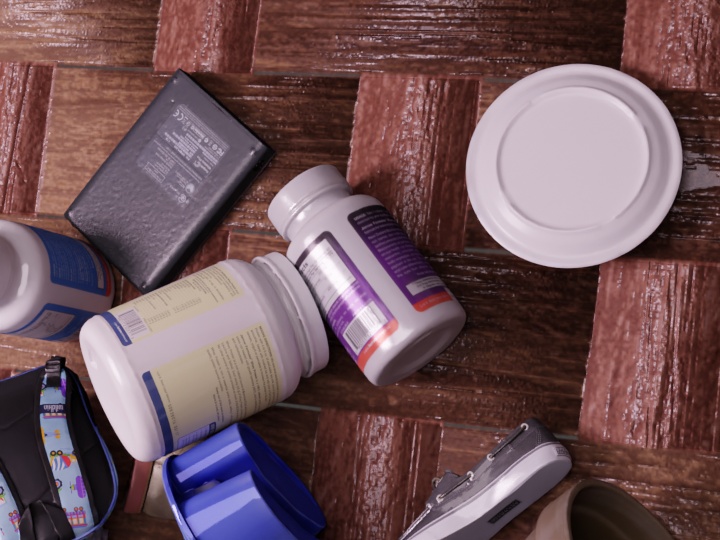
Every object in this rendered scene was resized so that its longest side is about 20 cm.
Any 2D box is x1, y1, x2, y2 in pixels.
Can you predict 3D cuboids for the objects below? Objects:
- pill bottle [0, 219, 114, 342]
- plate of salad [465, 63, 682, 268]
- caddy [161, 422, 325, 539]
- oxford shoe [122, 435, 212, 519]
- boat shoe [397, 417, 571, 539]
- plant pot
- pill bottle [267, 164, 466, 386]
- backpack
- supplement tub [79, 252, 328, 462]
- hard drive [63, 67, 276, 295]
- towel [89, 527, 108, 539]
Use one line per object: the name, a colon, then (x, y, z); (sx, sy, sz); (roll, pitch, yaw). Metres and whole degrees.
pill bottle: (-0.340, 0.009, 1.437); (0.112, 0.200, 0.112); (-3, 81, 19)
plate of salad: (0.198, -0.096, 1.340); (0.200, 0.048, 0.200); (-4, 72, 14)
caddy: (-0.107, 0.237, 1.328); (0.105, 0.200, 0.141); (-33, 37, 6)
oxford shoe: (-0.177, 0.151, 1.442); (0.075, 0.070, 0.200); (17, 84, -9)
boat shoe: (0.099, 0.207, 1.325); (0.200, 0.070, 0.066); (-40, 54, 13)
plant pot: (0.180, 0.307, 1.229); (0.173, 0.200, 0.200); (-40, 71, 29)
pill bottle: (0.000, 0.000, 1.363); (0.111, 0.111, 0.200); (-40, 71, 10)
backpack: (-0.328, 0.207, 1.394); (0.182, 0.135, 0.200); (-17, 54, -23)
supplement tub: (-0.145, 0.076, 1.348); (0.200, 0.145, 0.145); (-24, 72, -20)
hard drive: (-0.200, -0.089, 1.490); (0.140, 0.033, 0.200); (42, 97, 20)
towel: (-0.347, 0.325, 1.411); (0.200, 0.048, 0.171); (-3, 47, -3)
